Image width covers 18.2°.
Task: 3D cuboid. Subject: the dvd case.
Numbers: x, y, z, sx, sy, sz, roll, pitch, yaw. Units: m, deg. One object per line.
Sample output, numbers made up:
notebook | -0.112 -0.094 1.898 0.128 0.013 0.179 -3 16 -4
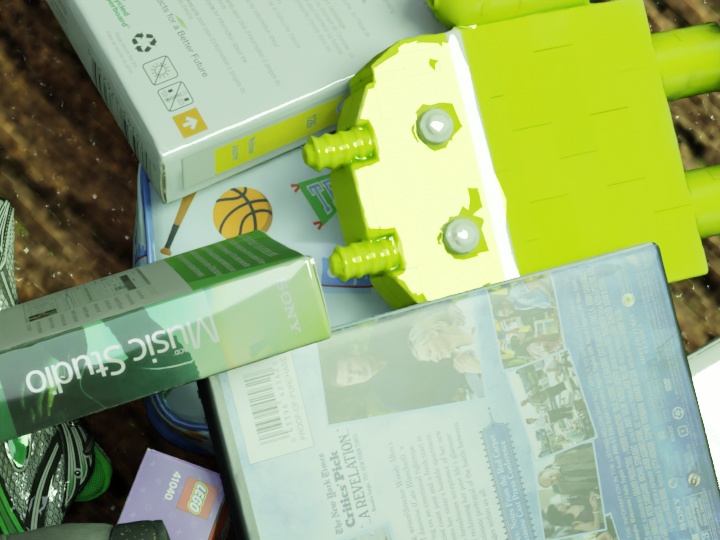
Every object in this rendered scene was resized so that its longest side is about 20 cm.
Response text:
dvd case | 0.045 0.081 0.881 0.199 0.018 0.143 -15 91 -19

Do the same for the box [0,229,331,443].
box | -0.117 0.033 0.855 0.199 0.144 0.036 -19 98 -7

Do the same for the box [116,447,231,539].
box | -0.103 0.178 0.905 0.039 0.137 0.201 21 78 1

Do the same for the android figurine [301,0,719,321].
android figurine | 0.072 -0.044 0.933 0.199 0.041 0.183 -11 87 -21

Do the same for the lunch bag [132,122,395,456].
lunch bag | 0.000 0.000 0.983 0.199 0.076 0.161 -2 75 -5

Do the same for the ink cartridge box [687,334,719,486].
ink cartridge box | 0.165 0.107 0.968 0.199 0.083 0.147 -28 82 -10

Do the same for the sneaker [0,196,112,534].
sneaker | -0.152 0.064 0.964 0.085 0.078 0.201 -5 88 -12

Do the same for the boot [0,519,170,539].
boot | -0.133 0.185 0.805 0.131 0.070 0.201 -1 67 -1

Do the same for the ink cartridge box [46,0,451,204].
ink cartridge box | -0.042 -0.149 0.994 0.199 0.047 0.198 -23 62 -19
